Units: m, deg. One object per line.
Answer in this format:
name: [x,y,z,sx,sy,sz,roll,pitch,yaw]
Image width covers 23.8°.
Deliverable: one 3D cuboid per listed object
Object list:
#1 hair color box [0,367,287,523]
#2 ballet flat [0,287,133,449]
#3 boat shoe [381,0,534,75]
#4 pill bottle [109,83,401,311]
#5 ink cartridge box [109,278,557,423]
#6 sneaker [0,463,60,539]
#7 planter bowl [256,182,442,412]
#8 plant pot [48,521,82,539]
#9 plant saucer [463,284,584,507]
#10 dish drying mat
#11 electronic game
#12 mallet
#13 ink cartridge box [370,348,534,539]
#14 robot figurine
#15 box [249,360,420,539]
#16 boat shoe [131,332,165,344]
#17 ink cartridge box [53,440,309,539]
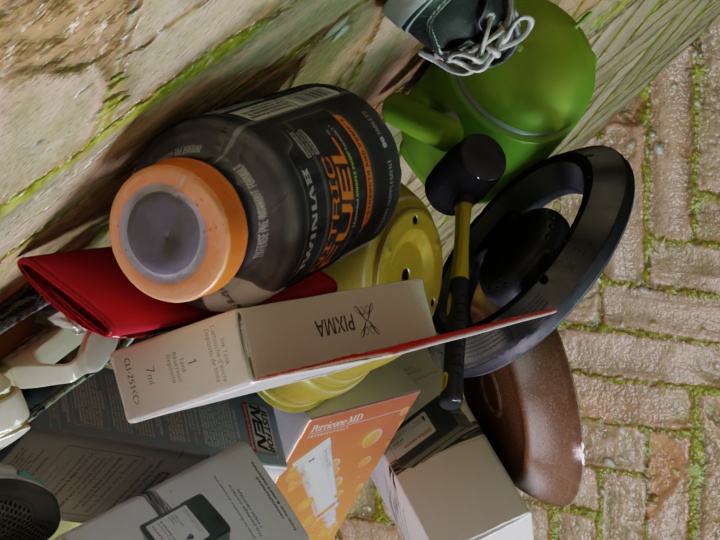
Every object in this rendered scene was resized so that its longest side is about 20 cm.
hair color box: [-0.160,0.122,1.151,0.199,0.061,0.099,15,134,-36]
ballet flat: [-0.191,0.058,0.928,0.200,0.074,0.074,-45,178,-40]
boat shoe: [0.067,-0.159,1.082,0.074,0.068,0.199,-43,174,6]
pill bottle: [-0.060,-0.039,0.943,0.106,0.106,0.200,-45,173,26]
ink cartridge box: [-0.010,0.034,0.954,0.175,0.045,0.199,-18,176,31]
sneaker: [-0.250,0.168,0.964,0.199,0.091,0.078,-5,138,-43]
planter bowl: [0.000,0.000,1.144,0.083,0.202,0.200,6,-158,30]
plant pot: [-0.230,0.202,1.263,0.185,0.200,0.200,-58,167,27]
plant saucer: [0.114,0.089,1.314,0.036,0.202,0.201,-14,167,-13]
dish drying mat: [-0.098,0.007,0.967,0.199,0.077,0.018,-10,129,-54]
electronic game: [0.120,-0.008,1.224,0.200,0.042,0.201,-43,-159,20]
mallet: [0.073,-0.004,1.178,0.066,0.041,0.202,129,-30,-49]
ink cartridge box: [0.060,0.165,1.362,0.084,0.201,0.145,-24,145,-8]
robot figurine: [0.103,-0.128,1.296,0.175,0.116,0.200,-28,167,-32]
box: [-0.063,0.140,1.291,0.124,0.098,0.201,-10,137,-46]
boat shoe: [-0.118,0.011,1.104,0.072,0.065,0.200,-33,168,-36]
ink cartridge box: [-0.147,0.200,1.060,0.146,0.084,0.200,-40,171,30]
